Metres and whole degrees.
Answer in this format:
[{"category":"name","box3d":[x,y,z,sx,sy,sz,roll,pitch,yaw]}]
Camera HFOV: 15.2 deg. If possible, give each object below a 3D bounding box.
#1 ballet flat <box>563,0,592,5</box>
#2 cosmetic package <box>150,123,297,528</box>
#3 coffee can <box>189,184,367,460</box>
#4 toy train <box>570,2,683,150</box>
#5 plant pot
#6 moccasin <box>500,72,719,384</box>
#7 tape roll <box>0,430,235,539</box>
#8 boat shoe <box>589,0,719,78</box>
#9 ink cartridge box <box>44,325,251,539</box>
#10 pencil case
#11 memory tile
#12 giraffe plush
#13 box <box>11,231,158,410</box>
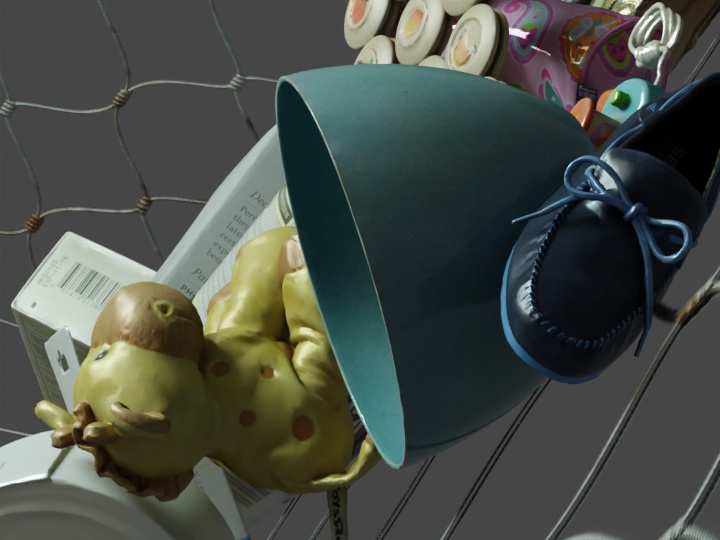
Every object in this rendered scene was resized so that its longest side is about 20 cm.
[{"category":"ballet flat","box3d":[0.087,-0.160,1.701,0.200,0.072,0.072,-40,11,28]},{"category":"cosmetic package","box3d":[-0.068,0.041,1.877,0.200,0.166,0.167,-55,6,-28]},{"category":"coffee can","box3d":[0.000,0.000,1.680,0.200,0.146,0.146,-51,6,22]},{"category":"toy train","box3d":[0.097,-0.057,1.456,0.200,0.055,0.151,-47,35,34]},{"category":"plant pot","box3d":[0.051,-0.017,1.335,0.134,0.201,0.200,-17,1,-9]},{"category":"moccasin","box3d":[0.121,-0.031,1.238,0.068,0.080,0.200,-54,4,45]},{"category":"tape roll","box3d":[-0.168,0.197,1.565,0.203,0.202,0.071,-50,5,22]},{"category":"boat shoe","box3d":[0.168,-0.133,1.618,0.200,0.072,0.076,-47,38,31]},{"category":"ink cartridge box","box3d":[-0.130,0.123,1.706,0.068,0.201,0.115,-20,-2,-15]},{"category":"pencil case","box3d":[0.091,-0.125,1.592,0.200,0.087,0.088,21,69,43]},{"category":"memory tile","box3d":[0.035,-0.118,1.531,0.153,0.017,0.201,-42,41,44]},{"category":"giraffe plush","box3d":[-0.091,0.067,1.505,0.173,0.162,0.201,-51,41,48]},{"category":"box","box3d":[-0.188,0.070,2.033,0.078,0.095,0.200,-55,-22,-26]}]
